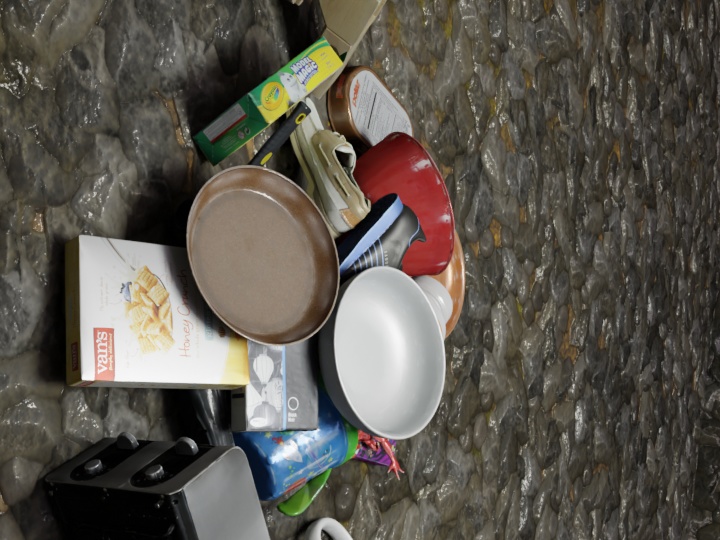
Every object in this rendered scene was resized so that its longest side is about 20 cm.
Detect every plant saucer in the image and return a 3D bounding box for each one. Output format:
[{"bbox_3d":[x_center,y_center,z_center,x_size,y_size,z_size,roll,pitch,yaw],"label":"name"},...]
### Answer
[{"bbox_3d":[-0.109,-0.014,1.146,0.198,0.032,0.204,16,65,-36],"label":"plant saucer"},{"bbox_3d":[0.104,0.010,1.643,0.199,0.037,0.205,4,86,-58],"label":"plant saucer"}]

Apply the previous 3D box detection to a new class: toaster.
[{"bbox_3d":[-0.192,0.266,1.043,0.118,0.178,0.204,-38,120,-52],"label":"toaster"}]

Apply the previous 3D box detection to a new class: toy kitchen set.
[{"bbox_3d":[-0.093,-0.331,1.312,0.199,0.181,0.164,36,45,-3],"label":"toy kitchen set"}]

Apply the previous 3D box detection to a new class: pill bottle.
[{"bbox_3d":[0.048,0.093,1.418,0.200,0.109,0.113,-48,128,-46],"label":"pill bottle"}]

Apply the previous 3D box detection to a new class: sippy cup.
[{"bbox_3d":[-0.092,0.201,1.259,0.130,0.139,0.180,-31,89,-42],"label":"sippy cup"}]

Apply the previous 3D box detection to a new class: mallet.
[{"bbox_3d":[-0.122,-0.105,1.194,0.200,0.041,0.066,-43,142,3],"label":"mallet"}]

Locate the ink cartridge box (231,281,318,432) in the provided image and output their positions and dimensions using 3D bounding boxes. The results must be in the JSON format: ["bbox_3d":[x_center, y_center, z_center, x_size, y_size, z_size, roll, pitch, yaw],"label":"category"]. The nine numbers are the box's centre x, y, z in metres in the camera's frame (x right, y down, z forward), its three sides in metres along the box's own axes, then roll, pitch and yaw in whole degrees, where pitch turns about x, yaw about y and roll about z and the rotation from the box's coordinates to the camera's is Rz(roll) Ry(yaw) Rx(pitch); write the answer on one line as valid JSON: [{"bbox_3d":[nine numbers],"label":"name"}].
[{"bbox_3d":[-0.096,0.078,1.182,0.098,0.039,0.204,5,78,-36],"label":"ink cartridge box"}]

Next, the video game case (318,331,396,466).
[{"bbox_3d":[-0.004,0.168,1.471,0.199,0.035,0.185,30,65,-53],"label":"video game case"}]

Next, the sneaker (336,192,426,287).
[{"bbox_3d":[0.000,0.000,1.303,0.200,0.070,0.078,-46,113,-7],"label":"sneaker"}]

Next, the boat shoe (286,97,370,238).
[{"bbox_3d":[-0.039,-0.139,1.333,0.075,0.068,0.203,32,36,-62],"label":"boat shoe"}]

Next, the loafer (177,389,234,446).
[{"bbox_3d":[-0.169,0.133,1.177,0.070,0.068,0.204,-26,109,-33],"label":"loafer"}]

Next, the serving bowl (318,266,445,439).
[{"bbox_3d":[0.016,0.101,1.255,0.198,0.065,0.204,16,68,-45],"label":"serving bowl"}]

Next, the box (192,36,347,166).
[{"bbox_3d":[-0.100,-0.207,1.251,0.049,0.117,0.200,54,42,-9],"label":"box"}]

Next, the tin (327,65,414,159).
[{"bbox_3d":[0.019,-0.213,1.517,0.200,0.041,0.114,40,52,-49],"label":"tin"}]

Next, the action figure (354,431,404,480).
[{"bbox_3d":[0.038,0.208,1.439,0.200,0.064,0.100,-44,114,-48],"label":"action figure"}]

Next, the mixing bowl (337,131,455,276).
[{"bbox_3d":[0.029,-0.073,1.420,0.107,0.199,0.204,-20,109,-23],"label":"mixing bowl"}]

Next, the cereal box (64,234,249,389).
[{"bbox_3d":[-0.207,0.047,1.087,0.198,0.039,0.147,6,73,-42],"label":"cereal box"}]

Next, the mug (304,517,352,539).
[{"bbox_3d":[-0.016,0.419,1.370,0.175,0.146,0.203,15,47,-64],"label":"mug"}]
